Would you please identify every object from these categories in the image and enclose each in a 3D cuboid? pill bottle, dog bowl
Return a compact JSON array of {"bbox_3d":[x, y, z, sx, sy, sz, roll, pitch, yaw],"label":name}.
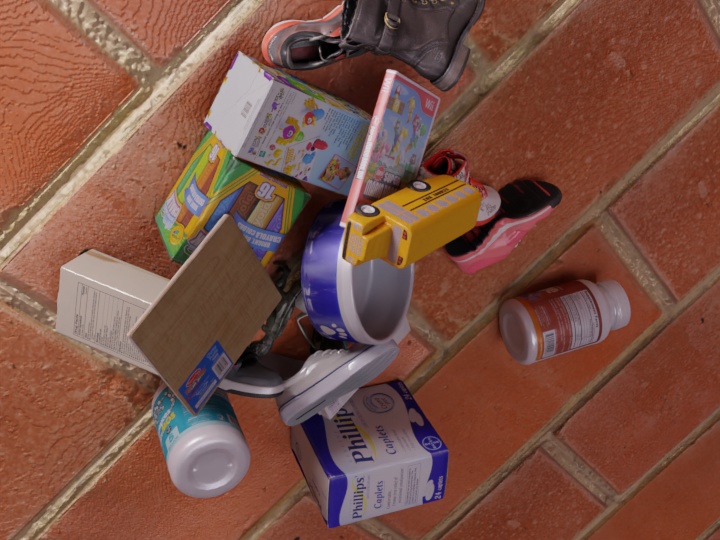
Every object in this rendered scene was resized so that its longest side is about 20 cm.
[{"bbox_3d":[-0.231,0.216,1.289,0.110,0.200,0.111,-11,122,-18],"label":"pill bottle"},{"bbox_3d":[0.000,0.000,1.271,0.200,0.079,0.201,-13,104,-62],"label":"dog bowl"},{"bbox_3d":[0.341,0.079,1.524,0.199,0.112,0.113,-14,124,-17],"label":"pill bottle"}]

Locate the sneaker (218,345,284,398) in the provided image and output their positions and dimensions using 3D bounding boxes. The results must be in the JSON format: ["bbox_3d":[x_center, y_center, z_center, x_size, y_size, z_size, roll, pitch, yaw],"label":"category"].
[{"bbox_3d":[-0.184,0.091,1.267,0.084,0.199,0.121,-19,125,-66],"label":"sneaker"}]

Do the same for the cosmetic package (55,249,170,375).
[{"bbox_3d":[-0.286,0.059,1.180,0.199,0.071,0.106,22,118,12],"label":"cosmetic package"}]

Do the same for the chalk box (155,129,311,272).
[{"bbox_3d":[-0.181,-0.063,1.192,0.124,0.125,0.200,26,104,-34],"label":"chalk box"}]

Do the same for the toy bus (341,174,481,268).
[{"bbox_3d":[0.065,-0.059,1.154,0.200,0.078,0.065,-29,140,-44],"label":"toy bus"}]

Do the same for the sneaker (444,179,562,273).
[{"bbox_3d":[0.223,-0.066,1.422,0.200,0.074,0.087,-32,141,1],"label":"sneaker"}]

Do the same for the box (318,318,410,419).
[{"bbox_3d":[-0.001,0.139,1.399,0.200,0.039,0.042,-47,140,-23],"label":"box"}]

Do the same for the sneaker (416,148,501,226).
[{"bbox_3d":[0.146,-0.120,1.306,0.201,0.067,0.108,-17,135,-41],"label":"sneaker"}]

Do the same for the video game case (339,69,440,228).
[{"bbox_3d":[0.041,-0.143,1.177,0.143,0.017,0.201,8,100,-63],"label":"video game case"}]

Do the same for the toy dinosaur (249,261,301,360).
[{"bbox_3d":[-0.111,0.040,1.306,0.047,0.088,0.200,21,112,-21],"label":"toy dinosaur"}]

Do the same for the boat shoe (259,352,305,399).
[{"bbox_3d":[-0.105,0.176,1.409,0.199,0.071,0.070,10,112,-36],"label":"boat shoe"}]

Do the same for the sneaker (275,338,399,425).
[{"bbox_3d":[-0.041,0.143,1.315,0.200,0.071,0.073,-31,155,4],"label":"sneaker"}]

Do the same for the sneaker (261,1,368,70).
[{"bbox_3d":[-0.020,-0.290,1.155,0.199,0.082,0.077,-23,126,-12],"label":"sneaker"}]

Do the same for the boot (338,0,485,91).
[{"bbox_3d":[0.062,-0.332,1.136,0.174,0.069,0.201,23,67,-25],"label":"boot"}]

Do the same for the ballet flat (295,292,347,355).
[{"bbox_3d":[-0.063,0.054,1.355,0.068,0.068,0.201,-13,123,-7],"label":"ballet flat"}]

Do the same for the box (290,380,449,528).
[{"bbox_3d":[0.010,0.284,1.451,0.199,0.184,0.105,-10,124,-20],"label":"box"}]

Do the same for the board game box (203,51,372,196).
[{"bbox_3d":[-0.077,-0.181,1.163,0.200,0.103,0.105,17,110,-41],"label":"board game box"}]

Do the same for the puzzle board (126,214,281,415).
[{"bbox_3d":[-0.184,0.053,1.112,0.200,0.017,0.151,-56,136,-31],"label":"puzzle board"}]
